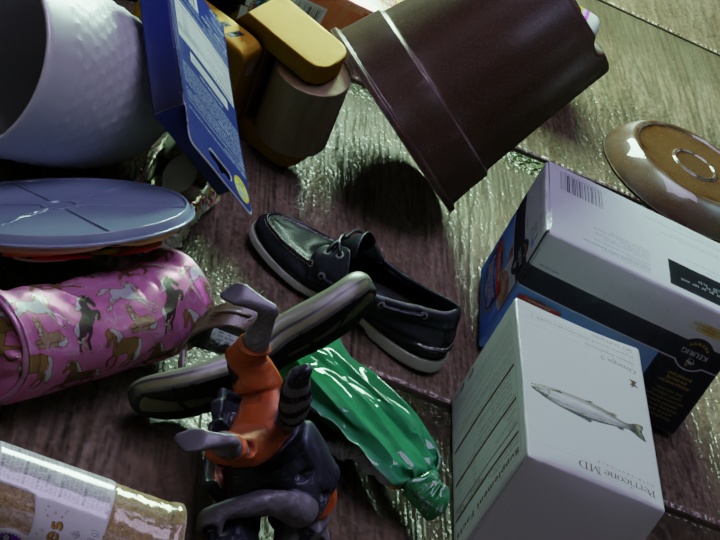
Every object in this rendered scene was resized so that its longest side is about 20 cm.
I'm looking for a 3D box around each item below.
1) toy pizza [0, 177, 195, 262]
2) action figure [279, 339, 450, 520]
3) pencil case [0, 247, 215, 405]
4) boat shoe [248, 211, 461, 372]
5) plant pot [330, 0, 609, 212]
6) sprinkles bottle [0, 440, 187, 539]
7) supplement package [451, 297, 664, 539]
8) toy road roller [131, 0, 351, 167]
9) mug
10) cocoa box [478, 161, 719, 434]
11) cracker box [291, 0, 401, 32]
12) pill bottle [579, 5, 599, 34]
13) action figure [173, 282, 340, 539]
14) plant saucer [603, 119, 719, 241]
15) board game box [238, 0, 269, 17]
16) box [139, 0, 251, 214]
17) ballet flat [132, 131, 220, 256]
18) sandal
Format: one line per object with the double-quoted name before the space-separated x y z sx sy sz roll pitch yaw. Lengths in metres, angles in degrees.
"toy pizza" -0.221 -0.034 1.362 0.199 0.032 0.200 1 15 0
"action figure" -0.003 0.111 1.377 0.118 0.055 0.200 -6 42 -48
"pencil case" -0.192 0.037 1.297 0.199 0.083 0.087 -14 66 -50
"boat shoe" -0.001 0.001 1.530 0.199 0.066 0.074 39 32 15
"plant pot" 0.108 -0.190 1.701 0.201 0.198 0.200 57 4 -7
"sprinkles bottle" -0.208 0.143 1.137 0.199 0.068 0.068 21 31 -15
"supplement package" 0.144 0.137 1.403 0.116 0.118 0.200 23 31 -13
"toy road roller" -0.123 -0.173 1.639 0.200 0.123 0.146 38 46 15
"mug" -0.255 -0.160 1.491 0.199 0.149 0.175 19 5 37
"cocoa box" 0.217 0.024 1.619 0.199 0.132 0.134 24 30 -9
"cracker box" -0.017 -0.307 1.984 0.133 0.058 0.200 24 32 -13
"pill bottle" 0.156 -0.280 2.047 0.199 0.105 0.104 29 30 -2
"action figure" -0.059 0.134 1.194 0.104 0.194 0.201 -8 54 11
"plant saucer" 0.361 -0.106 2.040 0.199 0.032 0.201 22 30 -14
"board game box" -0.191 -0.324 1.854 0.199 0.064 0.148 9 36 -30
"box" -0.133 -0.147 1.476 0.121 0.032 0.201 54 20 -54
"ballet flat" -0.145 -0.077 1.524 0.075 0.064 0.200 28 30 -9
"sandal" -0.081 0.048 1.326 0.200 0.080 0.057 -28 75 -24
